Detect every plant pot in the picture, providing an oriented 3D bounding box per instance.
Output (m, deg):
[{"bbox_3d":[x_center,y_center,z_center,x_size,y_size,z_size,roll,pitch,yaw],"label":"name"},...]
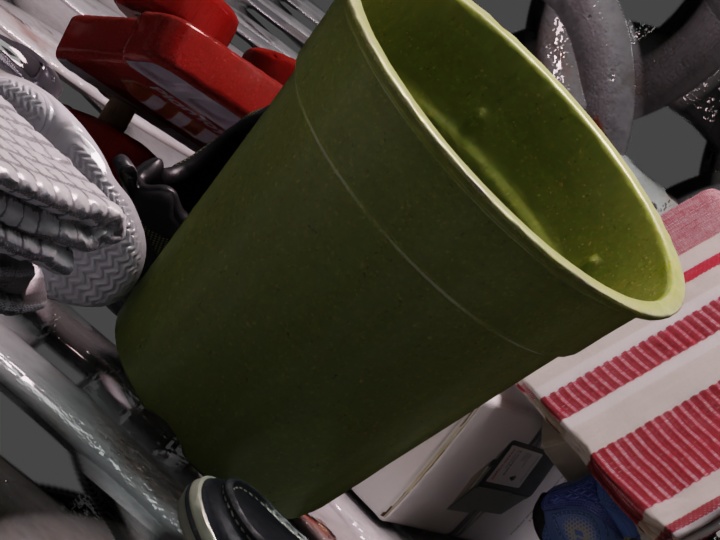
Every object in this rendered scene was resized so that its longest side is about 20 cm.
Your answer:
[{"bbox_3d":[0.000,0.000,1.207,0.200,0.190,0.200,41,21,-19],"label":"plant pot"}]

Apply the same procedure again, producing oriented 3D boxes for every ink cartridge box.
[{"bbox_3d":[0.030,0.059,1.450,0.145,0.084,0.200,44,10,26],"label":"ink cartridge box"}]

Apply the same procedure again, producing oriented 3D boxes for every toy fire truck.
[{"bbox_3d":[-0.060,-0.070,1.459,0.200,0.112,0.168,34,-10,-29],"label":"toy fire truck"}]

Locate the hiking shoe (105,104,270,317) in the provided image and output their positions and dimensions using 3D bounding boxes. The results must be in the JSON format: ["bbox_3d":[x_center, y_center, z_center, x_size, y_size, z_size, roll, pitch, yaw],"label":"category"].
[{"bbox_3d":[-0.022,-0.029,1.313,0.199,0.101,0.076,-12,53,-23],"label":"hiking shoe"}]

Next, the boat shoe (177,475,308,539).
[{"bbox_3d":[0.013,0.139,1.062,0.200,0.062,0.075,42,11,20],"label":"boat shoe"}]

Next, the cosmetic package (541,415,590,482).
[{"bbox_3d":[0.191,0.040,1.391,0.073,0.199,0.104,51,31,-40],"label":"cosmetic package"}]

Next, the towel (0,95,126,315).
[{"bbox_3d":[-0.203,-0.051,1.035,0.166,0.086,0.200,43,11,27],"label":"towel"}]

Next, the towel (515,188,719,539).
[{"bbox_3d":[0.155,0.043,1.321,0.200,0.144,0.023,50,-13,53],"label":"towel"}]

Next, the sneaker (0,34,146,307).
[{"bbox_3d":[-0.153,-0.056,1.271,0.200,0.076,0.114,41,11,20],"label":"sneaker"}]

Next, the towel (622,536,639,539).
[{"bbox_3d":[0.224,0.189,1.268,0.192,0.035,0.200,25,12,-29],"label":"towel"}]

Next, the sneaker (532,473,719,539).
[{"bbox_3d":[0.141,0.161,1.412,0.079,0.089,0.200,-76,147,-42],"label":"sneaker"}]
